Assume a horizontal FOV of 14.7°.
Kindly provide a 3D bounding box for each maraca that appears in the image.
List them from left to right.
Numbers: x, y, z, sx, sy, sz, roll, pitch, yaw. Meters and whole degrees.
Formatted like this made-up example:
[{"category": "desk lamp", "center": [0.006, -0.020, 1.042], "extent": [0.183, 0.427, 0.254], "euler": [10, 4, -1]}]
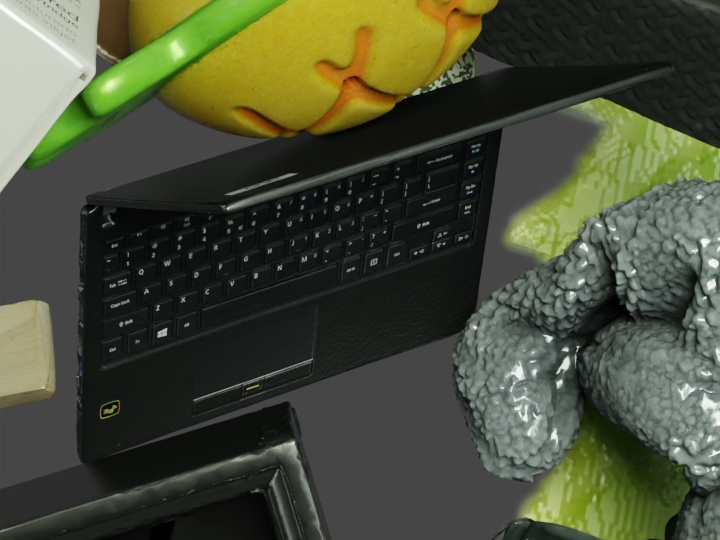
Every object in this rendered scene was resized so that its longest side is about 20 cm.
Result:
[{"category": "maraca", "center": [-0.030, -0.092, 0.942], "extent": [0.200, 0.137, 0.107], "euler": [-33, 90, -8]}]

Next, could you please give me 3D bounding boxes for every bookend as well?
[{"category": "bookend", "center": [-0.089, 0.171, 0.956], "extent": [0.200, 0.092, 0.199], "euler": [-16, 96, -1]}]

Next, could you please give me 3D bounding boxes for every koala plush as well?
[{"category": "koala plush", "center": [0.154, 0.078, 1.027], "extent": [0.177, 0.184, 0.200], "euler": [2, 62, -26]}]

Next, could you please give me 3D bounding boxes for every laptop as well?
[{"category": "laptop", "center": [0.000, 0.000, 0.984], "extent": [0.177, 0.200, 0.103], "euler": [-18, 47, -25]}]

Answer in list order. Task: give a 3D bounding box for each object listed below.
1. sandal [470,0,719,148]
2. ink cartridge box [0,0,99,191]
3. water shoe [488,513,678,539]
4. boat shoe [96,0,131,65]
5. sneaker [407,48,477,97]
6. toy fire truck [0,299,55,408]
[{"category": "sandal", "center": [0.080, -0.106, 1.021], "extent": [0.200, 0.075, 0.048], "euler": [30, 44, 12]}, {"category": "ink cartridge box", "center": [-0.166, -0.107, 0.923], "extent": [0.145, 0.200, 0.084], "euler": [36, 105, -16]}, {"category": "water shoe", "center": [0.054, 0.139, 1.079], "extent": [0.200, 0.072, 0.079], "euler": [-2, 62, -28]}, {"category": "boat shoe", "center": [-0.046, -0.162, 1.020], "extent": [0.076, 0.074, 0.200], "euler": [29, 103, -12]}, {"category": "sneaker", "center": [0.013, -0.140, 1.075], "extent": [0.077, 0.089, 0.200], "euler": [-11, 88, -25]}, {"category": "toy fire truck", "center": [-0.216, -0.010, 0.947], "extent": [0.200, 0.129, 0.176], "euler": [11, 78, -34]}]
